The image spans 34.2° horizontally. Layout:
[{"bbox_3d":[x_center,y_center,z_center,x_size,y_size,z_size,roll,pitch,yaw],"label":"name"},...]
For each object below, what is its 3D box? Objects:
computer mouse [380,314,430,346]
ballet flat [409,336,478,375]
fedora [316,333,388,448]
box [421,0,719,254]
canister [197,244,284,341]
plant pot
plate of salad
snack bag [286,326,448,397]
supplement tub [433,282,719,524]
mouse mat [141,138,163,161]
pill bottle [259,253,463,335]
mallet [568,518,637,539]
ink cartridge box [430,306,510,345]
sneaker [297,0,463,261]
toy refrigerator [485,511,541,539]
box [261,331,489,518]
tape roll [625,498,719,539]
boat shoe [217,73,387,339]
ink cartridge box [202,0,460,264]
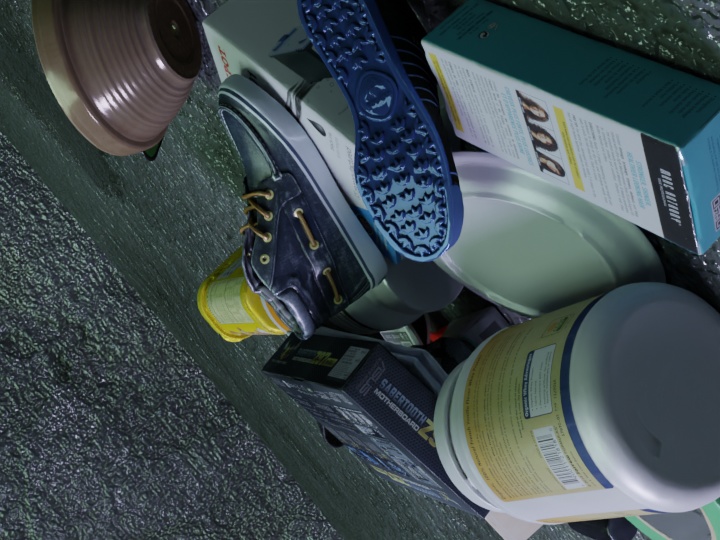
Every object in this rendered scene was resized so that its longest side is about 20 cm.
[{"bbox_3d":[0.018,0.006,1.200,0.201,0.044,0.110,58,157,-12],"label":"computer mouse"},{"bbox_3d":[0.062,0.106,1.105,0.074,0.074,0.200,47,164,6],"label":"ballet flat"},{"bbox_3d":[0.016,0.109,1.297,0.091,0.201,0.201,5,147,17],"label":"fedora"},{"bbox_3d":[0.125,-0.089,0.672,0.200,0.049,0.082,34,159,43],"label":"box"},{"bbox_3d":[-0.095,0.010,1.317,0.087,0.148,0.200,51,162,-11],"label":"canister"},{"bbox_3d":[-0.216,-0.218,1.120,0.092,0.201,0.201,-13,129,21],"label":"plant pot"},{"bbox_3d":[0.121,-0.024,0.825,0.199,0.048,0.200,22,154,12],"label":"plate of salad"},{"bbox_3d":[0.046,0.123,1.039,0.188,0.021,0.200,6,143,52],"label":"snack bag"},{"bbox_3d":[0.151,0.097,0.798,0.145,0.144,0.200,50,150,-8],"label":"supplement tub"},{"bbox_3d":[-0.243,-0.230,1.196,0.007,0.161,0.200,-14,130,21],"label":"mouse mat"},{"bbox_3d":[0.000,0.000,1.051,0.117,0.116,0.200,52,149,-15],"label":"pill bottle"},{"bbox_3d":[0.174,0.182,1.038,0.200,0.041,0.066,43,160,-31],"label":"mallet"},{"bbox_3d":[0.133,0.121,1.147,0.160,0.047,0.200,49,162,-2],"label":"ink cartridge box"},{"bbox_3d":[0.027,-0.108,0.762,0.070,0.078,0.201,-18,92,34],"label":"sneaker"},{"bbox_3d":[0.124,0.187,1.188,0.070,0.076,0.200,49,179,-31],"label":"toy refrigerator"},{"bbox_3d":[0.017,0.120,0.955,0.158,0.051,0.200,44,165,-15],"label":"box"},{"bbox_3d":[0.241,0.157,0.947,0.200,0.048,0.201,44,164,17],"label":"tape roll"},{"bbox_3d":[-0.065,-0.045,0.890,0.201,0.091,0.071,55,162,-17],"label":"boat shoe"},{"bbox_3d":[-0.018,-0.121,0.916,0.200,0.086,0.147,39,162,25],"label":"ink cartridge box"}]
